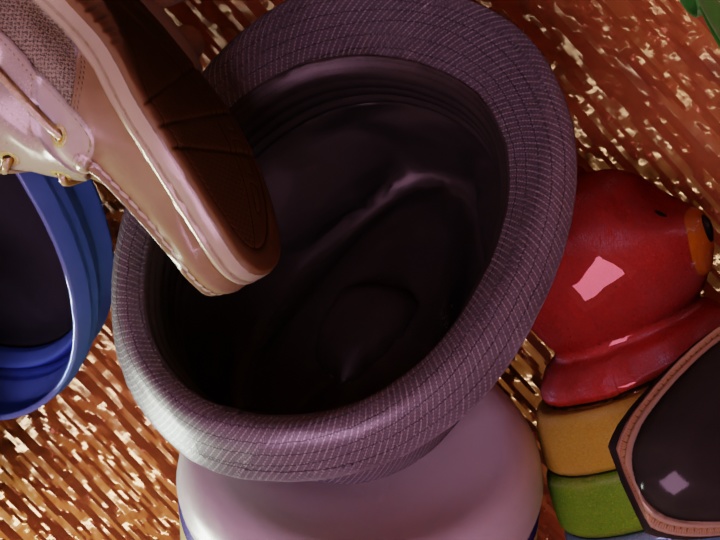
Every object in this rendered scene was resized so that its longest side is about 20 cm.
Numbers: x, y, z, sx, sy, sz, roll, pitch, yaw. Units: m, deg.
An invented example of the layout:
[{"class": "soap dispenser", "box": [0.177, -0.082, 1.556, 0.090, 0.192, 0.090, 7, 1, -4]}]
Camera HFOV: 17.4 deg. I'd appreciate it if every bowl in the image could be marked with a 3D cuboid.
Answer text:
[{"class": "bowl", "box": [-0.186, -0.029, 0.982, 0.200, 0.039, 0.201, 23, 136, 24]}]

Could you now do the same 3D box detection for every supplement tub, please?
[{"class": "supplement tub", "box": [-0.002, 0.144, 0.967, 0.145, 0.146, 0.201, 12, 130, 12]}]

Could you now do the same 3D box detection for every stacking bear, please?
[{"class": "stacking bear", "box": [0.120, 0.055, 0.923, 0.113, 0.121, 0.201, -19, 98, 28]}]

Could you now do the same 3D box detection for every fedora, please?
[{"class": "fedora", "box": [0.000, 0.000, 0.889, 0.176, 0.201, 0.090, 7, 154, 22]}]

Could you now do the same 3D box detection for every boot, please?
[{"class": "boot", "box": [0.194, 0.030, 0.819, 0.199, 0.138, 0.078, -25, 86, -15]}, {"class": "boot", "box": [-0.137, -0.040, 0.856, 0.155, 0.072, 0.200, -40, 83, 16]}]

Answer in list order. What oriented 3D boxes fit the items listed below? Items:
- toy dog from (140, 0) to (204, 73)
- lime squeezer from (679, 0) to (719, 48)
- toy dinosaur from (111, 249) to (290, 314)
[{"class": "toy dog", "box": [-0.091, -0.162, 0.905, 0.132, 0.096, 0.201, 26, 133, 19]}, {"class": "lime squeezer", "box": [0.093, -0.103, 0.884, 0.200, 0.071, 0.038, 19, 162, 41]}, {"class": "toy dinosaur", "box": [-0.045, 0.021, 0.969, 0.101, 0.058, 0.201, -7, 117, -28]}]
